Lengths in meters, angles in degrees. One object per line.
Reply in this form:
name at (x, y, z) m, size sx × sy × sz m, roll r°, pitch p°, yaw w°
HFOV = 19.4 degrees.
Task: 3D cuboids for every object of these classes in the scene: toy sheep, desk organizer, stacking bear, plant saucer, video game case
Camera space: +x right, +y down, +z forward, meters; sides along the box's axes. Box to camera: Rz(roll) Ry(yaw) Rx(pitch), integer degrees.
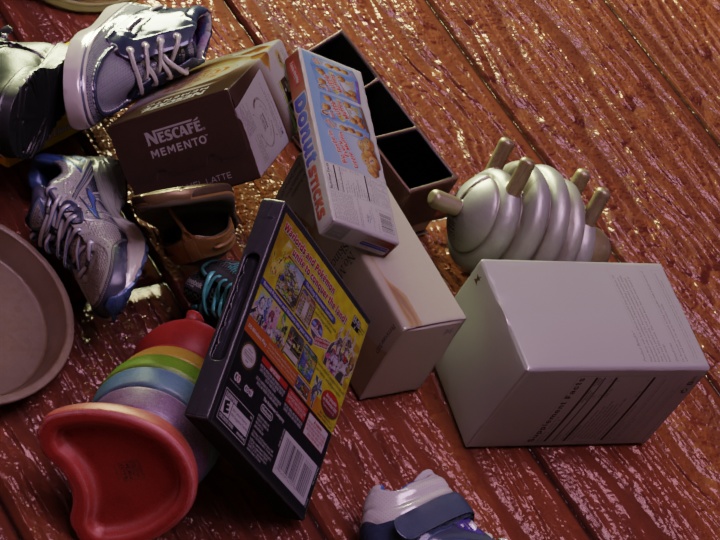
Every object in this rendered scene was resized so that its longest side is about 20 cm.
toy sheep at (0.146, -0.042, 1.929) m, size 0.199 × 0.138 × 0.138 m, roll 21°, pitch 42°, yaw -24°
desk organizer at (-0.002, -0.125, 1.958) m, size 0.071 × 0.077 × 0.200 m, roll -16°, pitch 61°, yaw -41°
stacking bear at (-0.153, 0.106, 1.621) m, size 0.113 × 0.122 × 0.200 m, roll -10°, pitch 25°, yaw 17°
plant saucer at (-0.322, 0.032, 1.645) m, size 0.199 × 0.030 × 0.201 m, roll 18°, pitch 43°, yaw -17°
video game case at (-0.060, 0.072, 1.621) m, size 0.025 × 0.200 × 0.182 m, roll 8°, pitch 65°, yaw 25°

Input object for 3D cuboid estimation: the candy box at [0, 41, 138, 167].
candy box at (-0.274, -0.148, 1.821) m, size 0.102 × 0.027 × 0.200 m, roll 20°, pitch 34°, yaw 29°

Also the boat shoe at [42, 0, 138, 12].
boat shoe at (-0.286, -0.292, 1.949) m, size 0.200 × 0.063 × 0.073 m, roll 9°, pitch 47°, yaw -25°

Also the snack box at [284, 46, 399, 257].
snack box at (-0.017, -0.104, 1.802) m, size 0.072 × 0.024 × 0.201 m, roll 18°, pitch 44°, yaw -33°

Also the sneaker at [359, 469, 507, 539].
sneaker at (0.095, 0.220, 1.686) m, size 0.199 × 0.081 × 0.147 m, roll 4°, pitch 53°, yaw -22°

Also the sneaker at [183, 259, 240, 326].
sneaker at (-0.102, 0.029, 1.712) m, size 0.091 × 0.078 × 0.200 m, roll 15°, pitch 1°, yaw -3°

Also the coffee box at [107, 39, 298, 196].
coffee box at (-0.126, -0.127, 1.796) m, size 0.200 × 0.114 × 0.080 m, roll -63°, pitch 135°, yaw -70°

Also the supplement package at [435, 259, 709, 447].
supplement package at (0.180, 0.073, 1.850) m, size 0.199 × 0.120 × 0.122 m, roll 2°, pitch 51°, yaw -31°

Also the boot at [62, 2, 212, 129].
boot at (-0.187, -0.181, 1.782) m, size 0.090 × 0.073 × 0.200 m, roll -2°, pitch 29°, yaw 11°

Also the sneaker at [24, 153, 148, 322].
sneaker at (-0.233, -0.029, 1.713) m, size 0.085 × 0.077 × 0.200 m, roll 16°, pitch 27°, yaw -28°

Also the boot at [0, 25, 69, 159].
boot at (-0.328, -0.154, 1.727) m, size 0.161 × 0.074 × 0.198 m, roll 9°, pitch 24°, yaw 6°

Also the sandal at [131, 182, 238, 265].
sandal at (-0.136, -0.028, 1.720) m, size 0.080 × 0.200 × 0.054 m, roll -12°, pitch 75°, yaw -1°

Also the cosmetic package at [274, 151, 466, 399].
cosmetic package at (0.000, 0.000, 1.822) m, size 0.071 × 0.105 × 0.200 m, roll -9°, pitch 54°, yaw -35°
